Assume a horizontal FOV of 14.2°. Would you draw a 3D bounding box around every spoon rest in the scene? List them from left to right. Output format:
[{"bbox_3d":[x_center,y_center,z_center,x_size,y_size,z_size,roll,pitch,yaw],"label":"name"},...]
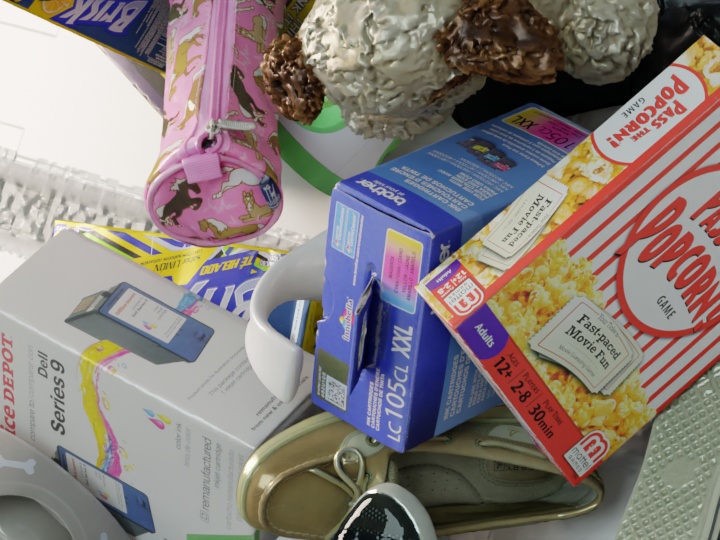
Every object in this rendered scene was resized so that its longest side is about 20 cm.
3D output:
[{"bbox_3d":[0.000,0.000,1.632,0.060,0.200,0.100,31,132,22],"label":"spoon rest"}]

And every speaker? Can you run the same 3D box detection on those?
[{"bbox_3d":[0.029,-0.139,1.709,0.200,0.088,0.089,-46,58,13],"label":"speaker"}]

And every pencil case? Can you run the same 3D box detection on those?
[{"bbox_3d":[-0.080,-0.112,1.672,0.086,0.083,0.201,-31,41,36],"label":"pencil case"}]

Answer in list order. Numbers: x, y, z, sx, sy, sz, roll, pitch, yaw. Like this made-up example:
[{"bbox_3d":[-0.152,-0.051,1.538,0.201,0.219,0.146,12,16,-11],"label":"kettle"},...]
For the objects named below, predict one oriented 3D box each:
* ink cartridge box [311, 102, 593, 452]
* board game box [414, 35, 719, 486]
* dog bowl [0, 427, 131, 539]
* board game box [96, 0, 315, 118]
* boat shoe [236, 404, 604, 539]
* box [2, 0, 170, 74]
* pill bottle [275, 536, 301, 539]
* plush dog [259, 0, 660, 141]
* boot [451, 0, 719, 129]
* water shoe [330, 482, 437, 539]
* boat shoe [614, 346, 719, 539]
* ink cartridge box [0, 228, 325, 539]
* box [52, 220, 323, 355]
[{"bbox_3d":[0.048,0.007,1.566,0.076,0.199,0.137,28,125,35],"label":"ink cartridge box"},{"bbox_3d":[0.145,-0.003,1.518,0.200,0.152,0.046,-42,43,-2],"label":"board game box"},{"bbox_3d":[-0.207,0.166,1.717,0.199,0.201,0.059,18,55,34],"label":"dog bowl"},{"bbox_3d":[-0.068,-0.185,1.799,0.200,0.057,0.165,-49,60,11],"label":"board game box"},{"bbox_3d":[0.033,0.117,1.581,0.063,0.199,0.074,-126,39,-59],"label":"boat shoe"},{"bbox_3d":[-0.178,-0.181,1.711,0.070,0.200,0.065,32,95,32],"label":"box"},{"bbox_3d":[0.032,0.223,1.592,0.200,0.114,0.115,39,98,33],"label":"pill bottle"},{"bbox_3d":[0.037,-0.140,1.534,0.199,0.172,0.161,-14,111,29],"label":"plush dog"},{"bbox_3d":[0.157,-0.092,1.621,0.199,0.076,0.169,-34,58,13],"label":"boot"},{"bbox_3d":[-0.024,0.205,1.515,0.071,0.079,0.201,26,95,34],"label":"water shoe"},{"bbox_3d":[0.195,0.099,1.558,0.074,0.062,0.201,12,68,38],"label":"boat shoe"},{"bbox_3d":[-0.118,0.087,1.675,0.199,0.087,0.146,28,137,23],"label":"ink cartridge box"},{"bbox_3d":[-0.094,0.016,1.742,0.199,0.070,0.065,7,84,33],"label":"box"}]
